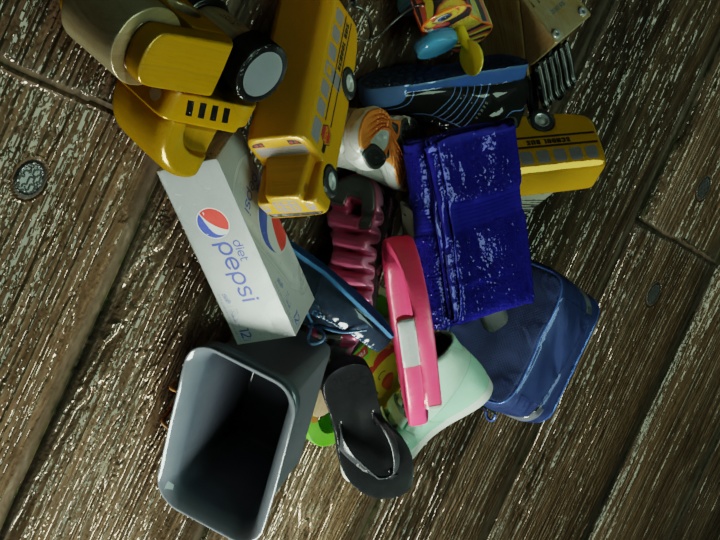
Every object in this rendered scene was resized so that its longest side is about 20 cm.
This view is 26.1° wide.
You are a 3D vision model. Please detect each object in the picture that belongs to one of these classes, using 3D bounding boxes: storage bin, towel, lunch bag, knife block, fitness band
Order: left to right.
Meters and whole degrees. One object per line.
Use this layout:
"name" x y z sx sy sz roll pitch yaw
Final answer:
"storage bin" -0.116 0.145 1.572 0.134 0.144 0.202 -42 152 -57
"fitness band" 0.052 0.062 1.592 0.037 0.144 0.202 -8 118 -2
"towel" 0.119 -0.048 1.598 0.147 0.049 0.202 -16 104 -34
"knife block" 0.166 -0.270 1.719 0.064 0.175 0.201 -39 92 -28
"lunch bag" 0.194 0.090 1.890 0.132 0.135 0.201 25 93 -52

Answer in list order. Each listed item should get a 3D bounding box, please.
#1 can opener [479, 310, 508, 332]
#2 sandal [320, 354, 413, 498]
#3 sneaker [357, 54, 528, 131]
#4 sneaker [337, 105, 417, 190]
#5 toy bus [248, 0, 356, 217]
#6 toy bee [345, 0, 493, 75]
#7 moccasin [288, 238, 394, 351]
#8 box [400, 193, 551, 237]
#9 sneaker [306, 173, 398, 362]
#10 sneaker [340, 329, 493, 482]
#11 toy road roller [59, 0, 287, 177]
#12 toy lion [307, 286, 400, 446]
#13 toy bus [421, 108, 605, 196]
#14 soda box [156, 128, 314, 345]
"can opener" 0.132 -0.008 1.709 0.066 0.053 0.201 -29 139 -8
"sandal" 0.005 0.180 1.663 0.076 0.043 0.201 -27 127 -3
"sneaker" 0.090 -0.175 1.629 0.198 0.070 0.079 -9 115 -21
"sneaker" -0.003 -0.131 1.566 0.200 0.091 0.077 25 76 -71
"toy bus" -0.054 -0.152 1.434 0.078 0.064 0.202 51 43 -53
"toy bee" 0.089 -0.258 1.567 0.132 0.108 0.200 59 33 -8
"moccasin" -0.057 0.023 1.568 0.199 0.080 0.068 38 95 -9
"box" 0.138 -0.086 1.775 0.199 0.068 0.083 -38 138 -28
"sneaker" 0.000 0.000 1.659 0.095 0.078 0.202 3 101 -66
"sneaker" 0.041 0.144 1.729 0.200 0.074 0.119 -37 128 -2
"toy road roller" -0.173 -0.164 1.329 0.199 0.123 0.147 6 118 -51
"toy lion" 0.002 0.126 1.758 0.200 0.068 0.193 -41 145 -26
"toy bus" 0.163 -0.125 1.709 0.198 0.079 0.065 -8 154 -18
"soda box" -0.114 -0.031 1.459 0.201 0.068 0.064 67 28 -27
